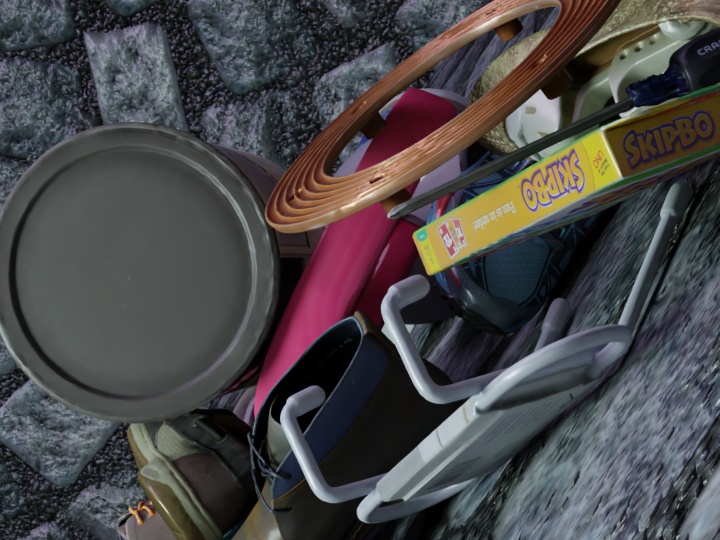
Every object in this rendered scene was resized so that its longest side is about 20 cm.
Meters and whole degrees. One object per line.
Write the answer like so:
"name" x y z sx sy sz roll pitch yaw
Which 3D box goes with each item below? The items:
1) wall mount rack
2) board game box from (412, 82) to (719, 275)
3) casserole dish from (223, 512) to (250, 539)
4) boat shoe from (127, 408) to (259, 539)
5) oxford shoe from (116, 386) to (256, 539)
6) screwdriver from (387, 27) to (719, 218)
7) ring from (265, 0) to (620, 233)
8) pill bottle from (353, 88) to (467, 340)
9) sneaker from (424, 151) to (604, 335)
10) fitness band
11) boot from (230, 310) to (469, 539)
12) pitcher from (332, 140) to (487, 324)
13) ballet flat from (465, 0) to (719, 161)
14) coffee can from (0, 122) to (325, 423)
"wall mount rack" 0.065 0.037 0.829 0.173 0.075 0.200 -15 -19 -31
"board game box" 0.103 -0.042 0.796 0.095 0.030 0.200 -20 -6 -24
"casserole dish" -0.096 0.180 1.030 0.200 0.039 0.121 -38 2 -14
"boat shoe" -0.083 0.109 1.029 0.065 0.073 0.200 -31 12 -6
"oxford shoe" -0.103 0.151 1.132 0.201 0.073 0.071 -65 15 -5
"screwdriver" 0.099 -0.068 0.794 0.199 0.029 0.028 -21 -4 -9
"ring" 0.041 -0.077 0.859 0.200 0.019 0.201 -35 15 11
"pill bottle" 0.031 -0.037 1.366 0.111 0.111 0.200 -53 7 41
"sneaker" 0.101 -0.057 0.996 0.200 0.079 0.096 -60 8 -33
"fitness band" 0.000 0.000 0.989 0.144 0.037 0.201 89 -154 -76
"boot" -0.040 0.106 0.913 0.200 0.097 0.075 -41 35 -2
"pitcher" 0.066 -0.056 1.156 0.172 0.121 0.200 -54 13 -30
"ballet flat" 0.118 -0.088 0.892 0.200 0.070 0.065 -30 32 44
"coffee can" -0.098 0.000 1.015 0.147 0.146 0.200 -56 -6 5
